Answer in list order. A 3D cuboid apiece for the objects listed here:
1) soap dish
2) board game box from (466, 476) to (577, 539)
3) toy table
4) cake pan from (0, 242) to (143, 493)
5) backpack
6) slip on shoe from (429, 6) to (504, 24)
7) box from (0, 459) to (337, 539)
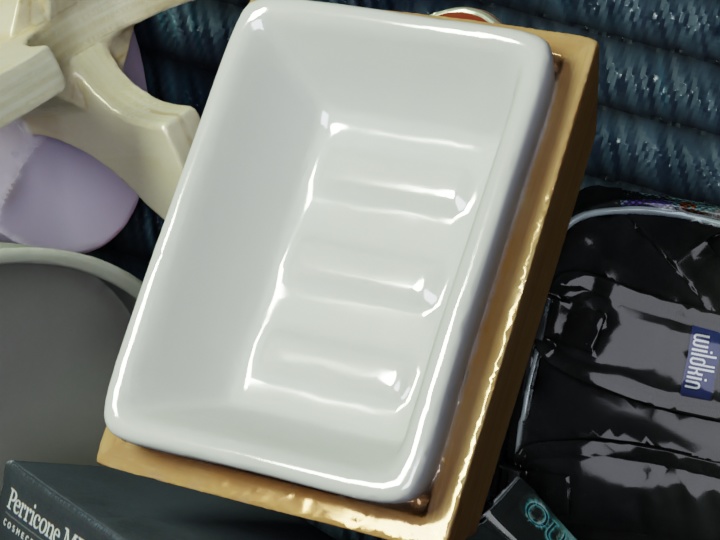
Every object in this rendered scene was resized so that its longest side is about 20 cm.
[{"bbox_3d":[0.000,0.000,0.946,0.157,0.081,0.201,10,76,29],"label":"soap dish"},{"bbox_3d":[0.054,0.176,1.015,0.135,0.200,0.028,48,51,0],"label":"board game box"},{"bbox_3d":[-0.126,-0.100,1.007,0.184,0.117,0.201,-48,118,-31],"label":"toy table"},{"bbox_3d":[-0.161,0.074,1.034,0.199,0.037,0.201,-14,122,-22],"label":"cake pan"},{"bbox_3d":[0.166,0.062,1.017,0.199,0.151,0.179,10,98,11],"label":"backpack"},{"bbox_3d":[-0.011,-0.038,1.066,0.200,0.061,0.074,-39,88,0],"label":"slip on shoe"},{"bbox_3d":[-0.067,0.201,0.982,0.123,0.200,0.198,9,99,-39],"label":"box"}]
